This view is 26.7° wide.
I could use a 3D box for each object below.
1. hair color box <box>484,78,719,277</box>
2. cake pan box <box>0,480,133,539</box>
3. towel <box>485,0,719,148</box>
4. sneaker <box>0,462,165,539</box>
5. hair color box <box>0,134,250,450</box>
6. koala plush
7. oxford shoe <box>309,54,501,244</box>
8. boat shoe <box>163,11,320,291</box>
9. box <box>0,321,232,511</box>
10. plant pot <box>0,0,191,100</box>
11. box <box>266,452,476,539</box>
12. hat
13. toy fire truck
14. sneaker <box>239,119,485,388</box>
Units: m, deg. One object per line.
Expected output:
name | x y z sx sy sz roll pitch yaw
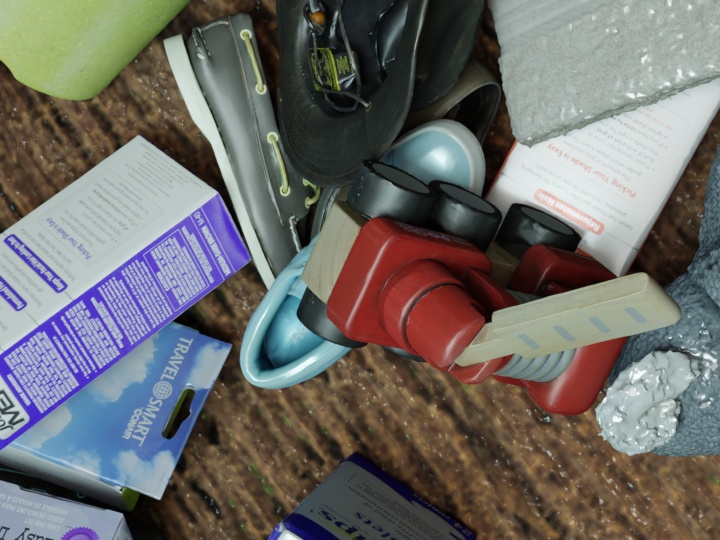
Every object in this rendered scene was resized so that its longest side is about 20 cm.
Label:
hair color box | 0.137 -0.050 0.941 0.101 0.061 0.201 30 99 7
cake pan box | -0.221 0.201 0.973 0.198 0.185 0.053 11 54 14
towel | 0.155 -0.158 0.853 0.199 0.034 0.134 -18 78 38
sneaker | -0.219 0.142 1.018 0.199 0.075 0.080 22 80 -3
hair color box | -0.180 0.011 0.939 0.199 0.109 0.065 -37 130 -16
koala plush | 0.223 0.031 0.882 0.200 0.177 0.184 -43 83 16
oxford shoe | 0.027 -0.042 0.943 0.084 0.072 0.201 32 105 39
boat shoe | -0.060 -0.063 0.969 0.060 0.072 0.202 -23 102 -2
box | -0.196 0.073 0.994 0.199 0.048 0.123 19 63 9
plant pot | -0.163 -0.213 0.931 0.200 0.200 0.184 43 112 4
box | -0.031 0.228 0.926 0.105 0.200 0.185 35 100 7
hat | 0.021 -0.141 0.879 0.080 0.200 0.202 4 97 -27
toy fire truck | 0.090 0.022 0.798 0.200 0.175 0.129 44 113 48
sneaker | 0.000 0.000 0.891 0.074 0.082 0.200 38 111 3
